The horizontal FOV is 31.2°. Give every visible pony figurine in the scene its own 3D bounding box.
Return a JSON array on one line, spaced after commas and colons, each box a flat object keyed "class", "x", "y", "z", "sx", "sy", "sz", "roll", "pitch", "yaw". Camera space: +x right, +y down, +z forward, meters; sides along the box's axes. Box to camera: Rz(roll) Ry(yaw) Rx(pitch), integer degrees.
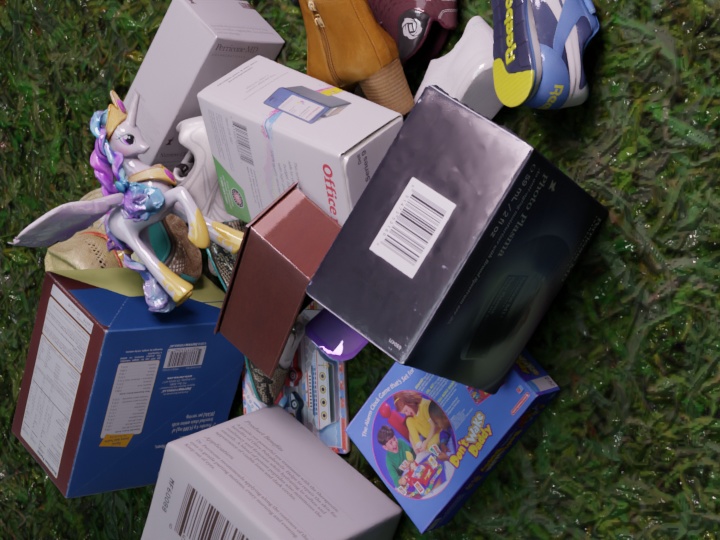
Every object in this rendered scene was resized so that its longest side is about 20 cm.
[{"class": "pony figurine", "x": -0.233, "y": -0.057, "z": 1.310, "sx": 0.193, "sy": 0.166, "sz": 0.201, "roll": -39, "pitch": 91, "yaw": 29}]

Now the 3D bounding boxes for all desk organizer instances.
[{"class": "desk organizer", "x": -0.075, "y": 0.015, "z": 1.222, "sx": 0.077, "sy": 0.072, "sz": 0.201, "roll": 40, "pitch": 147, "yaw": 10}]

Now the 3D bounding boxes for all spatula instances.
[{"class": "spatula", "x": 0.031, "y": 0.003, "z": 1.243, "sx": 0.056, "sy": 0.021, "sz": 0.200, "roll": 43, "pitch": 91, "yaw": 15}]

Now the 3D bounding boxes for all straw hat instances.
[{"class": "straw hat", "x": -0.330, "y": 0.000, "z": 1.554, "sx": 0.199, "sy": 0.084, "sz": 0.205, "roll": 5, "pitch": 98, "yaw": 39}]

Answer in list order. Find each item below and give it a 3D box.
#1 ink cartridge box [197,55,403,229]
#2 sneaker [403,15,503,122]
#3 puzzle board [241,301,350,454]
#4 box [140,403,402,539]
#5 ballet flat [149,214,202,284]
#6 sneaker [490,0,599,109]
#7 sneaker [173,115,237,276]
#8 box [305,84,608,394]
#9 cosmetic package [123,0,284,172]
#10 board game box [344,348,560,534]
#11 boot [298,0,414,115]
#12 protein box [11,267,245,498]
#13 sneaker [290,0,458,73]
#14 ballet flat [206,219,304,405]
[{"class": "ink cartridge box", "x": -0.049, "y": -0.098, "z": 1.225, "sx": 0.199, "sy": 0.087, "sz": 0.147, "roll": 28, "pitch": 142, "yaw": 38}, {"class": "sneaker", "x": 0.074, "y": -0.152, "z": 1.226, "sx": 0.200, "sy": 0.074, "sz": 0.089, "roll": -48, "pitch": 45, "yaw": 35}, {"class": "puzzle board", "x": -0.077, "y": 0.092, "z": 1.399, "sx": 0.149, "sy": 0.017, "sz": 0.204, "roll": 0, "pitch": 95, "yaw": 40}, {"class": "box", "x": -0.100, "y": 0.286, "z": 1.329, "sx": 0.198, "sy": 0.170, "sz": 0.202, "roll": 35, "pitch": 121, "yaw": 29}, {"class": "ballet flat", "x": -0.223, "y": -0.045, "z": 1.464, "sx": 0.070, "sy": 0.065, "sz": 0.201, "roll": -44, "pitch": 39, "yaw": 17}, {"class": "sneaker", "x": 0.164, "y": -0.233, "z": 1.138, "sx": 0.074, "sy": 0.081, "sz": 0.204, "roll": 155, "pitch": 121, "yaw": -63}, {"class": "sneaker", "x": -0.161, "y": -0.081, "z": 1.383, "sx": 0.075, "sy": 0.080, "sz": 0.203, "roll": -122, "pitch": 29, "yaw": -51}, {"class": "box", "x": 0.090, "y": -0.018, "z": 1.102, "sx": 0.123, "sy": 0.198, "sz": 0.202, "roll": 35, "pitch": 96, "yaw": 30}, {"class": "cosmetic package", "x": -0.181, "y": -0.193, "z": 1.396, "sx": 0.081, "sy": 0.112, "sz": 0.201, "roll": 49, "pitch": 124, "yaw": 24}, {"class": "board game box", "x": 0.084, "y": 0.136, "z": 1.251, "sx": 0.135, "sy": 0.044, "sz": 0.201, "roll": 50, "pitch": 122, "yaw": 24}, {"class": "boot", "x": -0.031, "y": -0.219, "z": 1.238, "sx": 0.200, "sy": 0.071, "sz": 0.145, "roll": 13, "pitch": 135, "yaw": 56}, {"class": "protein box", "x": -0.249, "y": 0.117, "z": 1.416, "sx": 0.135, "sy": 0.197, "sz": 0.203, "roll": 36, "pitch": 117, "yaw": 40}, {"class": "sneaker", "x": 0.012, "y": -0.246, "z": 1.256, "sx": 0.198, "sy": 0.075, "sz": 0.118, "roll": -4, "pitch": 95, "yaw": 39}, {"class": "ballet flat", "x": -0.101, "y": 0.042, "z": 1.355, "sx": 0.074, "sy": 0.068, "sz": 0.203, "roll": -15, "pitch": 98, "yaw": 18}]
